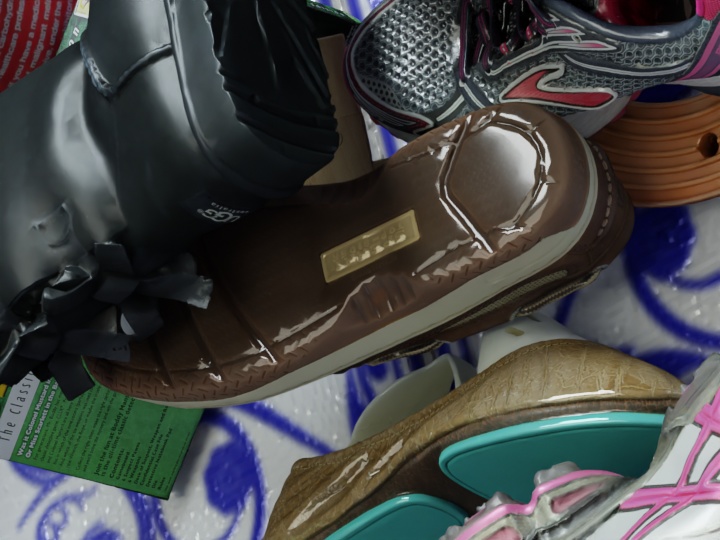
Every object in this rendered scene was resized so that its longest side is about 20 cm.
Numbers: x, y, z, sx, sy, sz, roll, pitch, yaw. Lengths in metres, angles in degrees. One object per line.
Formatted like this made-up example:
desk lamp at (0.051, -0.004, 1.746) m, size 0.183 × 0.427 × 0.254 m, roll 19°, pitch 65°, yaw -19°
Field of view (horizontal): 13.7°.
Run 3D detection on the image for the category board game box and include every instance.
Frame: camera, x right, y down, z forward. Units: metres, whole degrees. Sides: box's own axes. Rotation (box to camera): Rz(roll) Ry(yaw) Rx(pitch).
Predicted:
board game box at (-0.082, -0.017, 1.108) m, size 0.201 × 0.104 × 0.023 m, roll -66°, pitch 30°, yaw 13°

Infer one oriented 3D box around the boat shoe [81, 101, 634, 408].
boat shoe at (0.001, 0.006, 1.010) m, size 0.202 × 0.075 × 0.075 m, roll -16°, pitch 69°, yaw 30°

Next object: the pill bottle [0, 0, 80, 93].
pill bottle at (-0.151, -0.098, 1.118) m, size 0.112 × 0.200 × 0.113 m, roll -8°, pitch 79°, yaw 42°

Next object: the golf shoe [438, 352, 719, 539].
golf shoe at (0.117, 0.079, 0.907) m, size 0.200 × 0.073 × 0.092 m, roll -38°, pitch 50°, yaw 19°

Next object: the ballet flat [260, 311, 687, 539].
ballet flat at (0.040, 0.056, 1.019) m, size 0.200 × 0.068 × 0.073 m, roll -32°, pitch 43°, yaw 40°

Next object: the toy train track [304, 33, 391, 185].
toy train track at (-0.044, -0.016, 1.068) m, size 0.199 × 0.033 × 0.115 m, roll -12°, pitch 90°, yaw 6°

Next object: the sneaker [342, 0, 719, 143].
sneaker at (0.069, -0.088, 0.969) m, size 0.200 × 0.075 × 0.081 m, roll -13°, pitch 75°, yaw 42°

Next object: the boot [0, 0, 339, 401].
boot at (-0.089, -0.066, 1.011) m, size 0.162 × 0.073 × 0.199 m, roll -35°, pitch 51°, yaw 33°

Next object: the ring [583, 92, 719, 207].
ring at (0.108, -0.120, 1.000) m, size 0.200 × 0.019 × 0.201 m, roll -7°, pitch 80°, yaw 42°
